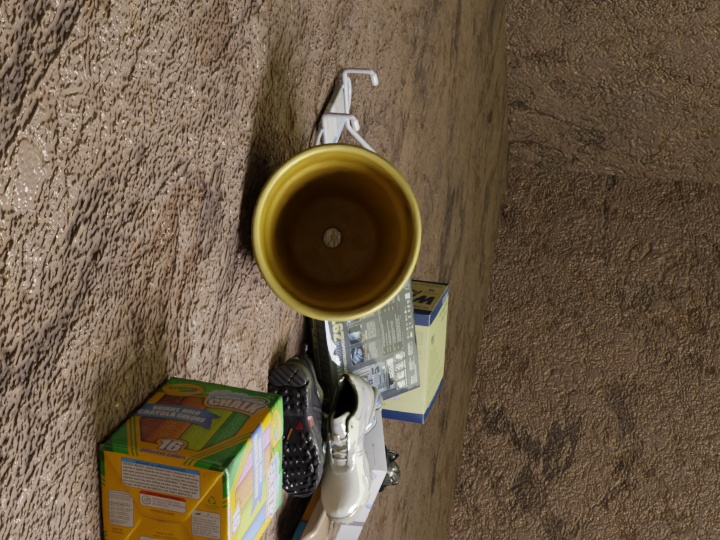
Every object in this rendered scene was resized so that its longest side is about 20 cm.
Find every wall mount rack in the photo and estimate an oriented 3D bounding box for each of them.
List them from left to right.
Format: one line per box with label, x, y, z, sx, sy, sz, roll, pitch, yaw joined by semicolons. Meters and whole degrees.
wall mount rack;-0.010;-0.186;1.532;0.202;0.073;0.176;-70;161;-45

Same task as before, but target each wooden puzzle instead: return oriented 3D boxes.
wooden puzzle;-0.076;0.406;1.560;0.185;0.037;0.203;-59;164;-62

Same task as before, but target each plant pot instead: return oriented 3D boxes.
plant pot;-0.032;-0.042;1.290;0.189;0.197;0.205;159;-62;-86

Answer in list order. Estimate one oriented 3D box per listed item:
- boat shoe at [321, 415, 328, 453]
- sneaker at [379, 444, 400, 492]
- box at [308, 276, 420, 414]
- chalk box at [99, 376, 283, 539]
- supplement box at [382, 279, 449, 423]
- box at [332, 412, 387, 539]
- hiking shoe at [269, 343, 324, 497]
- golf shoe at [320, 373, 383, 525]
boat shoe;-0.054;0.251;1.560;0.201;0.061;0.076;71;24;-64
sneaker;0.013;0.296;1.770;0.077;0.112;0.202;-68;158;-54
box;0.005;0.094;1.534;0.156;0.051;0.204;-17;109;-31
chalk box;-0.146;0.184;0.999;0.200;0.122;0.126;-54;148;-67
supplement box;0.076;0.139;1.919;0.200;0.132;0.204;-47;142;-69
box;-0.007;0.294;1.617;0.202;0.040;0.158;106;-16;-44
hiking shoe;-0.074;0.206;1.425;0.101;0.074;0.204;-48;142;-63
golf shoe;-0.027;0.236;1.428;0.097;0.077;0.203;53;38;-54
